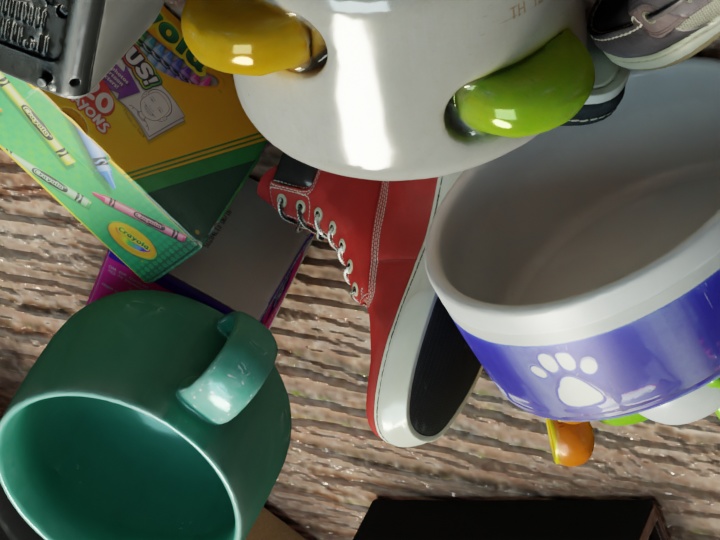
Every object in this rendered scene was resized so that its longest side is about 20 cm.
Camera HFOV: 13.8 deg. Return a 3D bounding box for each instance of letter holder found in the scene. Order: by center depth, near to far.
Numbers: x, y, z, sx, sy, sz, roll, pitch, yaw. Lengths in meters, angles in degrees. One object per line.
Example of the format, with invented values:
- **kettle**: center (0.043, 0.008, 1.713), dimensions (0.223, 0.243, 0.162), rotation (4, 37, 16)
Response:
- **letter holder**: center (0.099, 0.227, 1.845), dimensions (0.199, 0.101, 0.143), rotation (-2, 130, 30)

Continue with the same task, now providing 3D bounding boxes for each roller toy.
- **roller toy**: center (0.018, -0.149, 1.483), dimensions (0.199, 0.183, 0.140), rotation (-2, 130, 8)

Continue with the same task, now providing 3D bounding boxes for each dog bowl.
- **dog bowl**: center (0.137, -0.018, 1.526), dimensions (0.199, 0.200, 0.079), rotation (-9, 127, 34)

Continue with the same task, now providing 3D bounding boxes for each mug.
- **mug**: center (-0.102, 0.085, 1.668), dimensions (0.184, 0.115, 0.152), rotation (-4, 128, 29)

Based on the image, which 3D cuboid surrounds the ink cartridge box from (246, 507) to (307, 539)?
- **ink cartridge box**: center (-0.074, 0.247, 1.909), dimensions (0.200, 0.165, 0.075), rotation (38, 135, -7)

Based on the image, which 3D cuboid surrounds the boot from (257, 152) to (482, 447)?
- **boot**: center (0.000, 0.000, 1.633), dimensions (0.144, 0.201, 0.072), rotation (1, 157, 28)

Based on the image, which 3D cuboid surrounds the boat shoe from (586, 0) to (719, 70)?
- **boat shoe**: center (0.165, -0.150, 1.454), dimensions (0.065, 0.072, 0.200), rotation (33, 161, -19)

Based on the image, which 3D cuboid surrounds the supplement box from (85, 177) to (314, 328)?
- **supplement box**: center (-0.113, 0.037, 1.786), dimensions (0.103, 0.101, 0.200), rotation (29, 137, 1)

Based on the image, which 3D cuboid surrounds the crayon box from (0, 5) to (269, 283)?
- **crayon box**: center (-0.151, -0.105, 1.665), dimensions (0.200, 0.119, 0.058), rotation (43, 135, -13)

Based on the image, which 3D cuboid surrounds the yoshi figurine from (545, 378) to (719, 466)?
- **yoshi figurine**: center (0.200, 0.068, 1.595), dimensions (0.199, 0.112, 0.113), rotation (-10, 111, -3)

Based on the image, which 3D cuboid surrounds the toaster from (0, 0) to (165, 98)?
- **toaster**: center (-0.186, -0.215, 1.512), dimensions (0.180, 0.119, 0.201), rotation (21, 123, 12)

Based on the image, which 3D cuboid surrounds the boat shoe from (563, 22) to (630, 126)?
- **boat shoe**: center (0.054, -0.107, 1.588), dimensions (0.199, 0.076, 0.061), rotation (19, 134, 30)

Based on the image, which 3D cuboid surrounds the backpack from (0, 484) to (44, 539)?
- **backpack**: center (-0.250, 0.199, 1.954), dimensions (0.150, 0.177, 0.200), rotation (20, 145, 58)
